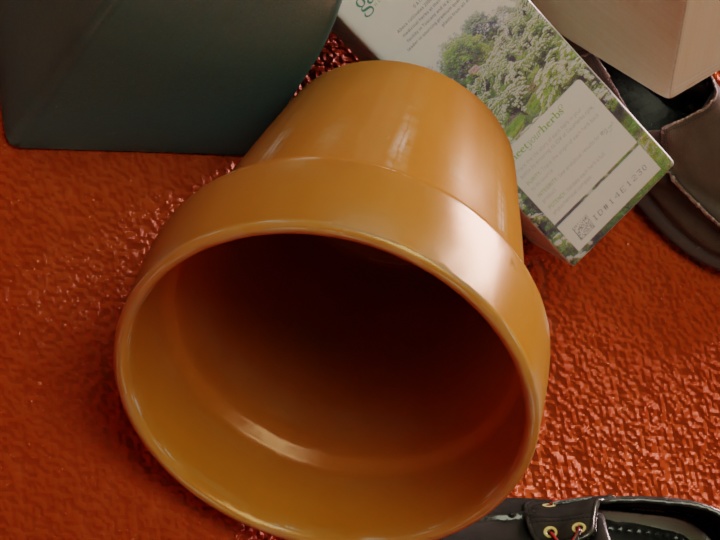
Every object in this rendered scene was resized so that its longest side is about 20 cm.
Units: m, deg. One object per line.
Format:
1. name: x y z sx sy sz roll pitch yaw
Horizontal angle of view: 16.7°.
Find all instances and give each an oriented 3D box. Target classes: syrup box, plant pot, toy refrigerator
1. syrup box: 0.064 -0.103 1.283 0.079 0.081 0.200 -45 105 -1
2. plant pot: 0.000 0.000 1.186 0.199 0.200 0.184 30 40 -11
3. plant pot: -0.087 -0.166 1.205 0.141 0.200 0.142 0 66 -27
4. toy refrigerator: 0.120 -0.181 1.342 0.070 0.076 0.200 -29 50 -35

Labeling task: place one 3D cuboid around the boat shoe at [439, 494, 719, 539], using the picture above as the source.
1. boat shoe: 0.106 0.145 1.236 0.200 0.063 0.074 4 66 -24

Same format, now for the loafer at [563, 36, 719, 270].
1. loafer: 0.182 -0.069 1.376 0.199 0.071 0.073 34 55 -8
